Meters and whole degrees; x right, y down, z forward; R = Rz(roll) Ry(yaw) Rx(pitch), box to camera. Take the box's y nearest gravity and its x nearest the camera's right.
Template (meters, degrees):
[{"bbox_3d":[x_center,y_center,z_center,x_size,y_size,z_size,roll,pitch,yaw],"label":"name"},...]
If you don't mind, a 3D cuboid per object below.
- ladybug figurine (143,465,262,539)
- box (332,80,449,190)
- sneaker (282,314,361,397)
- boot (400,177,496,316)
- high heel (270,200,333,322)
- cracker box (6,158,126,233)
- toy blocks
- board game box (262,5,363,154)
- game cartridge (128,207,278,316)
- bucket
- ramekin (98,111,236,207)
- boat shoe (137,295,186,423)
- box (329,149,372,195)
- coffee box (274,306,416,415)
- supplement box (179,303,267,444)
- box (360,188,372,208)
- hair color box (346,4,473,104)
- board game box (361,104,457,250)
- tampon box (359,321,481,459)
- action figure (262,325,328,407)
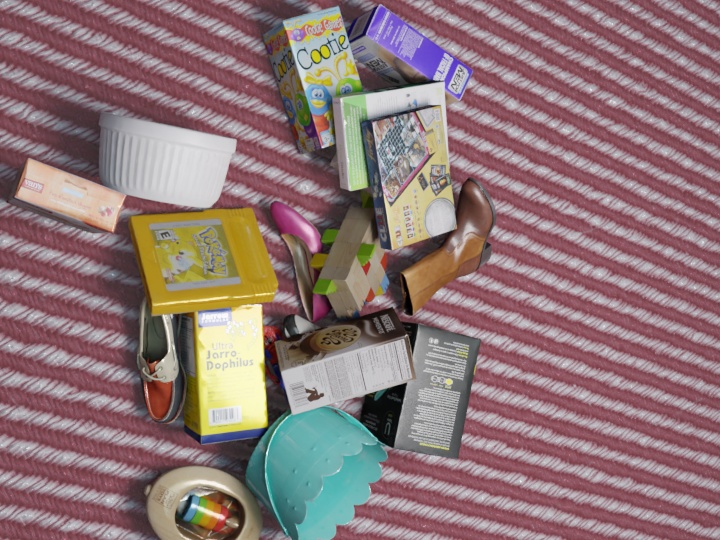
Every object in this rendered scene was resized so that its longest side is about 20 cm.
[{"bbox_3d":[-0.246,0.371,1.432,0.199,0.072,0.137,33,79,-22],"label":"ladybug figurine"},{"bbox_3d":[0.051,-0.217,1.470,0.198,0.036,0.147,-15,109,-30],"label":"box"},{"bbox_3d":[-0.042,0.124,1.509,0.199,0.074,0.080,37,116,-27],"label":"sneaker"},{"bbox_3d":[0.136,-0.042,1.568,0.199,0.068,0.190,-32,143,-27],"label":"boot"},{"bbox_3d":[-0.101,-0.014,1.496,0.096,0.067,0.201,-50,123,-27],"label":"high heel"},{"bbox_3d":[-0.411,-0.099,1.279,0.133,0.199,0.058,21,83,-22],"label":"cracker box"},{"bbox_3d":[0.000,0.000,1.504,0.202,0.099,0.137,-67,148,-33],"label":"toy blocks"},{"bbox_3d":[-0.068,-0.302,1.484,0.102,0.105,0.203,-21,99,-23],"label":"board game box"},{"bbox_3d":[-0.236,-0.019,1.397,0.197,0.033,0.178,-7,54,-24],"label":"game cartridge"},{"bbox_3d":[-0.071,0.309,1.431,0.207,0.134,0.209,-40,150,-29],"label":"bucket"},{"bbox_3d":[-0.285,-0.158,1.342,0.197,0.200,0.107,8,97,-24],"label":"ramekin"},{"bbox_3d":[-0.304,0.132,1.394,0.070,0.063,0.203,1,89,12],"label":"boat shoe"},{"bbox_3d":[0.041,-0.134,1.521,0.199,0.041,0.039,35,77,-19],"label":"box"},{"bbox_3d":[-0.024,0.137,1.419,0.197,0.113,0.081,-16,112,-6],"label":"coffee box"},{"bbox_3d":[-0.212,0.153,1.423,0.108,0.109,0.203,-3,93,-24],"label":"supplement box"},{"bbox_3d":[0.057,-0.172,1.575,0.120,0.048,0.203,-8,94,-23],"label":"box"},{"bbox_3d":[0.077,-0.353,1.547,0.198,0.109,0.066,28,80,-22],"label":"hair color box"},{"bbox_3d":[0.079,-0.147,1.453,0.134,0.034,0.203,-18,107,-30],"label":"board game box"},{"bbox_3d":[0.097,0.195,1.544,0.125,0.149,0.203,14,85,-23],"label":"tampon box"},{"bbox_3d":[-0.123,0.158,1.501,0.065,0.052,0.201,-35,103,-15],"label":"action figure"}]
